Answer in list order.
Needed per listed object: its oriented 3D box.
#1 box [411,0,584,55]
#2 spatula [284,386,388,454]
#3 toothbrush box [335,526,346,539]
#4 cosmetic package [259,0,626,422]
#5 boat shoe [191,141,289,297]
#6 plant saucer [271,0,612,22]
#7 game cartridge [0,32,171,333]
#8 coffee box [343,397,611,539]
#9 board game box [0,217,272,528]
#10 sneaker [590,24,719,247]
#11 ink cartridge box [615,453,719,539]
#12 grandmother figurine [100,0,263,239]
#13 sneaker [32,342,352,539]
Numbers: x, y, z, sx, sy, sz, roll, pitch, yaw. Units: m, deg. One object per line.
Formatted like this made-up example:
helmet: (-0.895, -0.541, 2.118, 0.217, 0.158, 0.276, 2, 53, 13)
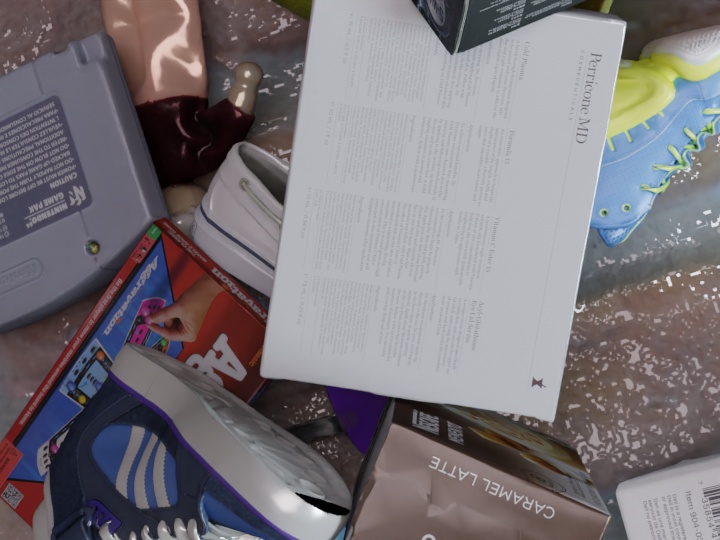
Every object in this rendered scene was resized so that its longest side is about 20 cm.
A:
box: (0.089, -0.208, 0.836, 0.199, 0.044, 0.161, -25, 66, -19)
spatula: (-0.045, 0.100, 0.991, 0.199, 0.021, 0.057, -27, 104, 7)
toothbrush box: (-0.034, 0.231, 0.947, 0.146, 0.085, 0.201, -29, 82, 4)
cosmetic package: (0.039, -0.037, 0.855, 0.149, 0.052, 0.202, 10, 103, 1)
boat shoe: (0.000, 0.000, 0.927, 0.199, 0.074, 0.067, 27, 120, 7)
plant saucer: (0.039, -0.173, 0.943, 0.199, 0.048, 0.201, 29, 52, -6)
game cartridge: (-0.205, -0.036, 0.991, 0.199, 0.041, 0.134, -22, 77, 21)
coffee box: (0.054, 0.119, 0.881, 0.114, 0.200, 0.080, 22, 94, 2)
board game box: (-0.127, 0.079, 0.966, 0.103, 0.019, 0.200, 41, 114, 8)
sneaker: (0.163, -0.074, 0.965, 0.198, 0.076, 0.106, -13, 96, 13)
ink cartridge box: (0.248, 0.153, 0.877, 0.199, 0.084, 0.147, -20, 82, 39)
grandmother figurine: (-0.109, -0.095, 1.001, 0.120, 0.060, 0.202, -9, 87, 32)
sneaker: (-0.095, 0.135, 0.865, 0.200, 0.080, 0.147, 31, 95, 49)
